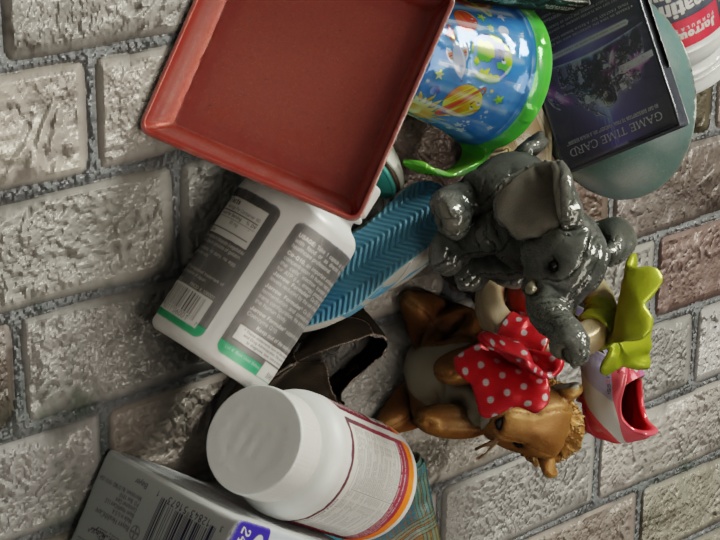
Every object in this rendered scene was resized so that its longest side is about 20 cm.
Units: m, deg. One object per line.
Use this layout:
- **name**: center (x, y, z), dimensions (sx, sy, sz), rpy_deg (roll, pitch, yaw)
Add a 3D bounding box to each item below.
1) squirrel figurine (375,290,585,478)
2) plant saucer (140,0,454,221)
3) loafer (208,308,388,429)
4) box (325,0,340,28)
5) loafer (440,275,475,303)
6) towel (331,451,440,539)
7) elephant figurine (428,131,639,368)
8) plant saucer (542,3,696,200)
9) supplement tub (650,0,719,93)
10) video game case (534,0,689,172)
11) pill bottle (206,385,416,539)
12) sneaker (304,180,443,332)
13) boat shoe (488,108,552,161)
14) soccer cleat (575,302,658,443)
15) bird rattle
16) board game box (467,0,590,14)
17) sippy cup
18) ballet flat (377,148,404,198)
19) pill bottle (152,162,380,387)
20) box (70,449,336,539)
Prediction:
- **squirrel figurine**: center (0.142, 0.118, 1.723), dimensions (0.200, 0.187, 0.142), rpy_deg (11, 97, -44)
- **plant saucer**: center (-0.049, -0.164, 1.469), dimensions (0.037, 0.199, 0.200), rpy_deg (28, 85, -79)
- **loafer**: center (-0.053, 0.101, 1.619), dimensions (0.200, 0.071, 0.073), rpy_deg (-45, 130, -21)
- **box**: center (0.002, -0.271, 1.534), dimensions (0.082, 0.068, 0.200), rpy_deg (12, 97, -43)
- **loafer**: center (0.135, 0.017, 1.761), dimensions (0.200, 0.072, 0.073), rpy_deg (21, 51, -41)
- **towel**: center (0.025, 0.292, 1.797), dimensions (0.147, 0.022, 0.200), rpy_deg (-32, 125, -29)
- **elephant figurine**: center (0.164, -0.022, 1.543), dimensions (0.141, 0.200, 0.155), rpy_deg (-10, 108, -37)
- **plant saucer**: center (0.219, -0.161, 1.681), dimensions (0.039, 0.201, 0.201), rpy_deg (-15, 115, -40)
- **supplement tub**: center (0.276, -0.275, 1.735), dimensions (0.140, 0.140, 0.200), rpy_deg (-39, 128, -25)
- **video game case**: center (0.207, -0.203, 1.636), dimensions (0.019, 0.143, 0.200), rpy_deg (-15, 85, -42)
- **pill bottle**: center (-0.040, 0.161, 1.536), dimensions (0.200, 0.109, 0.110), rpy_deg (30, 84, -58)
- **sneaker**: center (0.000, 0.000, 1.626), dimensions (0.200, 0.077, 0.081), rpy_deg (-30, 163, -14)
- **boat shoe**: center (0.138, -0.107, 1.716), dimensions (0.069, 0.074, 0.200), rpy_deg (-48, 132, -26)
- **soccer cleat**: center (0.235, 0.072, 1.747), dimensions (0.067, 0.076, 0.200), rpy_deg (-27, 110, -43)
- **bird rattle**: center (0.169, 0.049, 1.646), dimensions (0.200, 0.163, 0.113), rpy_deg (-20, 135, -12)
- **board game box**: center (0.126, -0.324, 1.587), dimensions (0.135, 0.028, 0.200), rpy_deg (-2, 74, -43)
- **sippy cup**: center (0.076, -0.182, 1.593), dimensions (0.130, 0.140, 0.178), rpy_deg (9, 56, -39)
- **ballet flat**: center (-0.021, -0.130, 1.575), dimensions (0.200, 0.069, 0.070), rpy_deg (33, 83, -43)
- **pill bottle**: center (-0.075, -0.008, 1.521), dimensions (0.113, 0.113, 0.200), rpy_deg (38, 84, -44)
- **box**: center (-0.112, 0.248, 1.541), dimensions (0.200, 0.184, 0.105), rpy_deg (26, 86, -44)
